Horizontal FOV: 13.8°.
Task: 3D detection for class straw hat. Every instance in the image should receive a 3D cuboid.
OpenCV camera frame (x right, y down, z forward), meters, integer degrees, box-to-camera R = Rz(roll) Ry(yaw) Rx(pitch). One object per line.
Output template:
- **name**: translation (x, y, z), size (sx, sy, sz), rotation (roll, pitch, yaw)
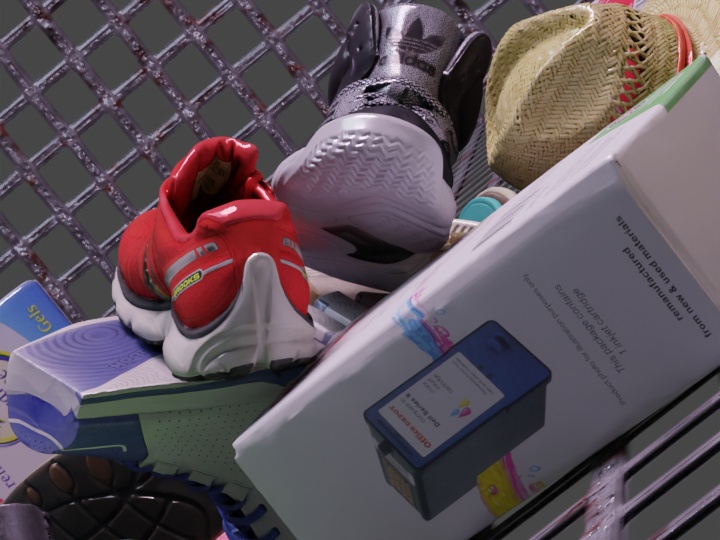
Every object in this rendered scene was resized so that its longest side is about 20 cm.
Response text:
- **straw hat**: translation (0.097, -0.067, 1.238), size (0.201, 0.085, 0.202), rotation (-50, 28, 39)

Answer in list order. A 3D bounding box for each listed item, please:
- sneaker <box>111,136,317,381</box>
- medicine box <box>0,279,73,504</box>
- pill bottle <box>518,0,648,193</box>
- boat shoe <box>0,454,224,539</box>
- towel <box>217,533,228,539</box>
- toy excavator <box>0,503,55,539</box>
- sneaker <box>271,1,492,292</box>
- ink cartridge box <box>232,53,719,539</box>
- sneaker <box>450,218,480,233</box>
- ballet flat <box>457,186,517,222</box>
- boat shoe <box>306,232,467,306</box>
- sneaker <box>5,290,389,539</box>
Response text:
- **sneaker**: translation (-0.055, -0.013, 1.196), size (0.076, 0.086, 0.200), rotation (-5, 10, -15)
- **medicine box**: translation (-0.208, 0.141, 1.631), size (0.200, 0.182, 0.103), rotation (-41, 4, -26)
- **pill bottle**: translation (0.150, -0.088, 1.400), size (0.112, 0.112, 0.200), rotation (-41, 4, -32)
- **boat shoe**: translation (-0.078, 0.095, 1.399), size (0.199, 0.076, 0.074), rotation (-26, 0, 17)
- **towel**: translation (-0.020, 0.103, 1.440), size (0.146, 0.030, 0.200), rotation (-38, 4, 13)
- **toy excavator**: translation (-0.178, 0.203, 1.338), size (0.193, 0.100, 0.200), rotation (-22, -26, 13)
- **sneaker**: translation (0.011, -0.064, 1.239), size (0.200, 0.075, 0.115), rotation (104, -178, -78)
- **ink cartridge box**: translation (0.064, 0.023, 1.129), size (0.200, 0.088, 0.145), rotation (-36, 4, 27)
- **sneaker**: translation (0.021, 0.021, 1.456), size (0.199, 0.076, 0.084), rotation (-2, -15, 28)
- **ballet flat**: translation (0.069, 0.003, 1.531), size (0.069, 0.070, 0.200), rotation (-40, 2, -22)
- **boat shoe**: translation (0.000, 0.000, 1.378), size (0.199, 0.070, 0.074), rotation (6, -8, 18)
- **sneaker**: translation (-0.049, 0.080, 1.260), size (0.198, 0.116, 0.080), rotation (-6, 21, -32)
